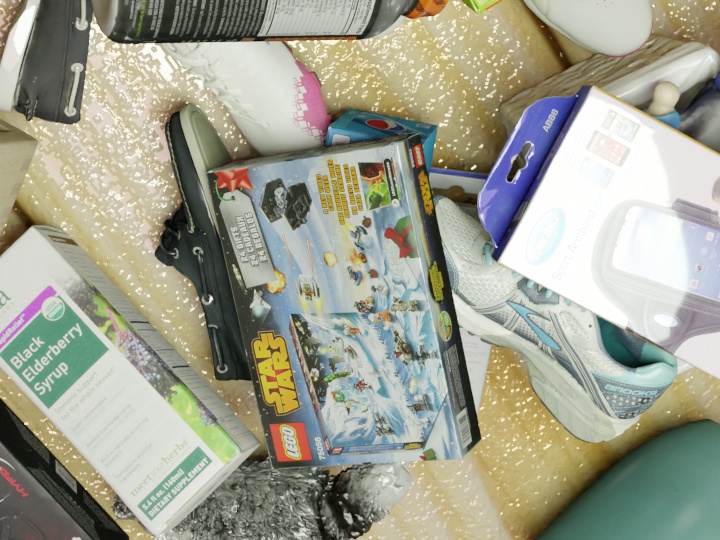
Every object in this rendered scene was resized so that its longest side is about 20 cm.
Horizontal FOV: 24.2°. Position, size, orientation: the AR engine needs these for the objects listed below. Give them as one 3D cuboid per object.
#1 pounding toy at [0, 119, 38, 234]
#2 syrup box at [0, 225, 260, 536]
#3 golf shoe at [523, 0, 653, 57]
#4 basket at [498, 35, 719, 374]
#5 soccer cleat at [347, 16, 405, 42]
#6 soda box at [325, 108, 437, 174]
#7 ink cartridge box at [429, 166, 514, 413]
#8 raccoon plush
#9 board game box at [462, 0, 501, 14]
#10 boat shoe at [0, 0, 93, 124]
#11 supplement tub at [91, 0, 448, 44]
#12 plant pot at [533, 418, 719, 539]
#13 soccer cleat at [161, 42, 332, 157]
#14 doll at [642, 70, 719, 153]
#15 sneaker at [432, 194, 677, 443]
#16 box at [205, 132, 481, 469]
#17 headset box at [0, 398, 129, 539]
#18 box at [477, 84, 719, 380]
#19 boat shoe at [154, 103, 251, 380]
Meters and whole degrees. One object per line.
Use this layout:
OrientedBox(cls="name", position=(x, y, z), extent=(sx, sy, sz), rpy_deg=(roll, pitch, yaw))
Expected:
OrientedBox(cls="pounding toy", position=(-0.299, -0.034, 0.974), extent=(0.200, 0.184, 0.142), rpy_deg=(28, 104, 11))
OrientedBox(cls="syrup box", position=(-0.164, 0.069, 1.085), extent=(0.079, 0.081, 0.200), rpy_deg=(-44, 85, 4))
OrientedBox(cls="golf shoe", position=(0.122, -0.208, 1.028), extent=(0.075, 0.092, 0.200), rpy_deg=(-38, 112, 2))
OrientedBox(cls="basket", position=(0.192, -0.048, 1.127), extent=(0.136, 0.123, 0.200), rpy_deg=(-26, 112, -1))
OrientedBox(cls="soccer cleat", position=(-0.032, -0.233, 1.058), extent=(0.078, 0.069, 0.200), rpy_deg=(-41, 117, 0))
OrientedBox(cls="soda box", position=(0.000, 0.000, 1.108), extent=(0.064, 0.068, 0.200), rpy_deg=(12, 108, 7))
OrientedBox(cls="ink cartridge box", position=(0.048, 0.022, 1.172), extent=(0.095, 0.037, 0.200), rpy_deg=(7, 110, -11))
OrientedBox(cls="raccoon plush", position=(-0.074, 0.137, 1.143), extent=(0.134, 0.097, 0.200), rpy_deg=(36, 123, -19))
OrientedBox(cls="board game box", position=(0.068, -0.277, 1.067), extent=(0.102, 0.048, 0.200), rpy_deg=(-30, 111, 0))
OrientedBox(cls="boat shoe", position=(-0.178, -0.185, 1.042), extent=(0.060, 0.074, 0.200), rpy_deg=(14, 108, -14))
OrientedBox(cls="supplement tub", position=(-0.051, -0.192, 0.962), extent=(0.200, 0.123, 0.123), rpy_deg=(-4, 109, -18))
OrientedBox(cls="plant pot", position=(0.243, 0.204, 1.190), extent=(0.201, 0.201, 0.161), rpy_deg=(42, 86, -20))
OrientedBox(cls="soccer cleat", position=(-0.089, -0.139, 1.061), extent=(0.070, 0.086, 0.200), rpy_deg=(-13, 111, 40))
OrientedBox(cls="doll", position=(0.236, -0.081, 1.031), extent=(0.136, 0.048, 0.200), rpy_deg=(39, 98, -18))
OrientedBox(cls="sneaker", position=(0.119, 0.015, 1.059), extent=(0.200, 0.078, 0.086), rpy_deg=(42, 131, -8))
OrientedBox(cls="box", position=(-0.010, 0.022, 1.048), extent=(0.137, 0.040, 0.200), rpy_deg=(-6, 102, 27))
OrientedBox(cls="headset box", position=(-0.280, 0.209, 1.155), extent=(0.200, 0.075, 0.149), rpy_deg=(-36, 111, 3))
OrientedBox(cls="box", position=(0.173, -0.023, 0.995), extent=(0.200, 0.041, 0.119), rpy_deg=(27, 95, -7))
OrientedBox(cls="boat shoe", position=(-0.102, -0.012, 1.115), extent=(0.066, 0.075, 0.199), rpy_deg=(-15, 116, 12))
